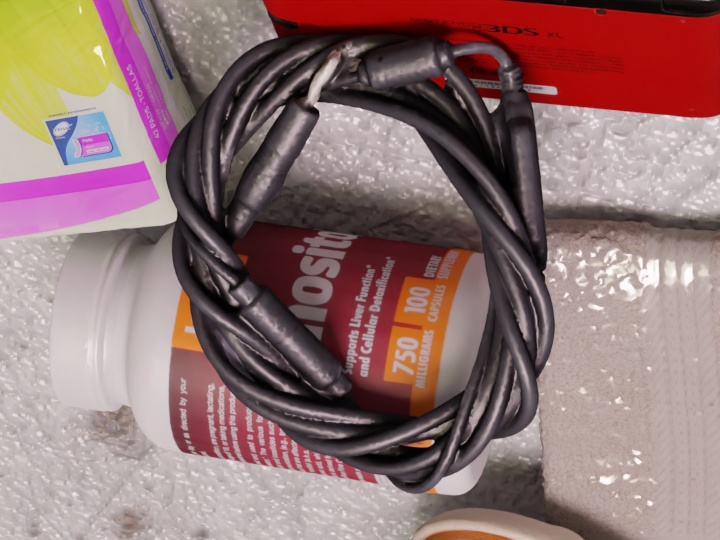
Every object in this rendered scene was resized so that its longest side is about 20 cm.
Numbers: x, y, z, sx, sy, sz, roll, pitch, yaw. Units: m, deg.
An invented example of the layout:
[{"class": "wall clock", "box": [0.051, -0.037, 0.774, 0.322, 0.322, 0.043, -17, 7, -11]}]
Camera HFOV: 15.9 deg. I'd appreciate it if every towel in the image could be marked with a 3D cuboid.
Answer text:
[{"class": "towel", "box": [0.146, 0.062, 1.206, 0.132, 0.035, 0.200, 3, 127, 15]}]

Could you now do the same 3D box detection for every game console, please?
[{"class": "game console", "box": [0.062, -0.156, 1.072, 0.200, 0.119, 0.172, 7, 160, 13]}]

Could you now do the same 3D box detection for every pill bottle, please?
[{"class": "pill bottle", "box": [-0.037, 0.035, 1.190, 0.200, 0.113, 0.113, 7, 129, 11]}]

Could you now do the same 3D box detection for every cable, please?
[{"class": "cable", "box": [0.000, 0.000, 1.089, 0.163, 0.051, 0.200, -4, 101, 9]}]

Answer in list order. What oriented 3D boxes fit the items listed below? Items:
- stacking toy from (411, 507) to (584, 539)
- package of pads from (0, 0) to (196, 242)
[{"class": "stacking toy", "box": [0.055, 0.229, 1.243, 0.146, 0.200, 0.146, 23, 152, 13]}, {"class": "package of pads", "box": [-0.185, -0.088, 1.169, 0.200, 0.068, 0.155, -7, 125, 21]}]
